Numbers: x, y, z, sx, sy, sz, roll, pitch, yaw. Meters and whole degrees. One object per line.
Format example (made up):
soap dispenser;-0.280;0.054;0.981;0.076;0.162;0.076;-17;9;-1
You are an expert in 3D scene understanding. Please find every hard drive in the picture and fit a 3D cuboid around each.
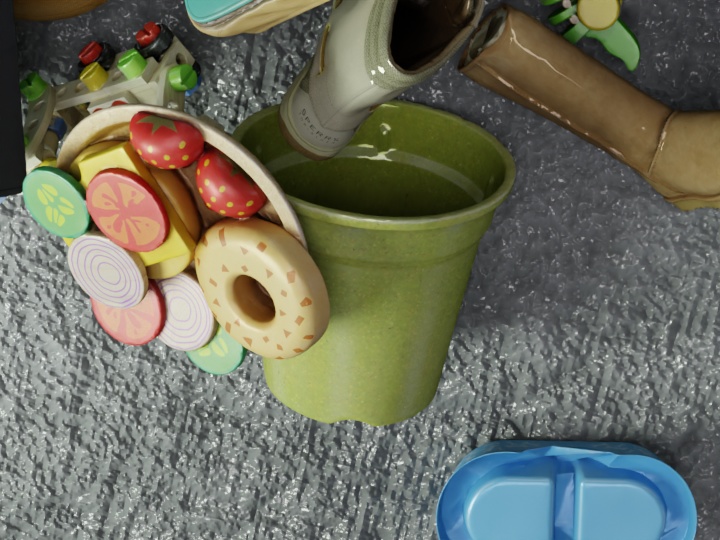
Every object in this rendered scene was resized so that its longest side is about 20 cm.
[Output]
hard drive;-0.296;-0.137;1.137;0.033;0.199;0.141;-14;111;-36

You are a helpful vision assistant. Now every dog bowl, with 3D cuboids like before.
dog bowl;0.157;0.184;1.270;0.197;0.050;0.113;1;106;3

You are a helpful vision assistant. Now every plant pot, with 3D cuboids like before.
plant pot;0.000;0.000;1.164;0.198;0.201;0.186;7;119;1

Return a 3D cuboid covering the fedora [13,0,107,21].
fedora;-0.224;-0.278;1.136;0.198;0.082;0.203;1;114;3

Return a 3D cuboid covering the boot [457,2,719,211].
boot;0.176;-0.116;1.124;0.199;0.175;0.067;32;73;-9

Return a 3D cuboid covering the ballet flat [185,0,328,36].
ballet flat;-0.028;-0.198;1.041;0.199;0.063;0.069;-13;77;41

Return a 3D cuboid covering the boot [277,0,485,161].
boot;0.031;-0.177;1.077;0.072;0.154;0.201;35;61;-14

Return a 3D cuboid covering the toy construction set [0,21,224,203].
toy construction set;-0.176;-0.100;1.153;0.198;0.132;0.092;3;142;29

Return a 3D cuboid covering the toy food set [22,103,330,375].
toy food set;-0.121;-0.017;1.075;0.197;0.049;0.201;-15;116;39

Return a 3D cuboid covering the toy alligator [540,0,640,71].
toy alligator;0.140;-0.227;1.143;0.054;0.059;0.202;-19;105;16
